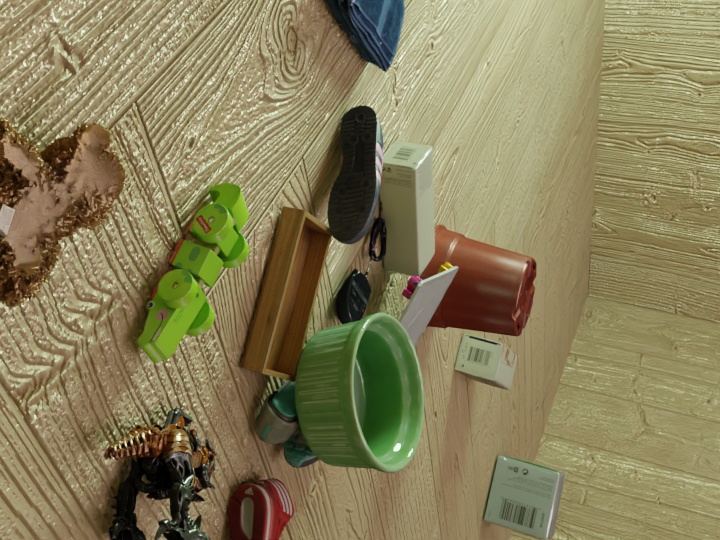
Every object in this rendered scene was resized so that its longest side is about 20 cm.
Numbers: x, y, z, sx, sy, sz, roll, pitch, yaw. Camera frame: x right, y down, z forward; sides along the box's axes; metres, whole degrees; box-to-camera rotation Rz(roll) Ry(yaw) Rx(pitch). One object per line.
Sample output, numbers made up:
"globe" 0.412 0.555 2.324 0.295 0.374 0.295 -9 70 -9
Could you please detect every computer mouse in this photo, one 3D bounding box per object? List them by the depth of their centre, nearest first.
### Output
"computer mouse" 0.000 0.000 1.355 0.059 0.033 0.202 58 40 -38

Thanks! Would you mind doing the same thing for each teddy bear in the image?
"teddy bear" -0.262 -0.038 0.649 0.202 0.066 0.146 -59 142 -28

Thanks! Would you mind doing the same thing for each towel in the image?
"towel" 0.013 -0.355 1.176 0.200 0.048 0.114 34 68 -66

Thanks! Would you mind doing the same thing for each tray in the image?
"tray" -0.091 0.032 1.127 0.098 0.036 0.204 32 70 -67

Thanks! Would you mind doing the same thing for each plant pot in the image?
"plant pot" 0.223 0.031 1.694 0.200 0.192 0.205 12 90 -69

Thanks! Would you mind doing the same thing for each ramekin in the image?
"ramekin" -0.002 0.163 1.174 0.199 0.096 0.204 26 60 -56

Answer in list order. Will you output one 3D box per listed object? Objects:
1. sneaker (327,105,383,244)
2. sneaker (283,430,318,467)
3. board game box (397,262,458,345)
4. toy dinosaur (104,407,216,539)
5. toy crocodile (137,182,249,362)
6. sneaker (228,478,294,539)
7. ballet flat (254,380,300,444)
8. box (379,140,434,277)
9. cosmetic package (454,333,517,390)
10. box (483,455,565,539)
"sneaker" 0.003 -0.117 1.209 0.082 0.069 0.204 59 37 -61
"sneaker" -0.048 0.239 1.290 0.200 0.076 0.093 -37 138 -57
"board game box" 0.080 0.085 1.502 0.202 0.026 0.199 -62 163 18
"toy dinosaur" -0.204 0.202 0.897 0.199 0.101 0.139 29 58 -49
"toy crocodile" -0.167 -0.002 0.902 0.203 0.061 0.068 -65 155 -21
"sneaker" -0.124 0.369 1.158 0.115 0.077 0.204 1 101 -67
"ballet flat" -0.082 0.174 1.207 0.064 0.067 0.199 -57 167 25
"box" 0.075 -0.097 1.434 0.082 0.067 0.203 -51 146 -48
"cosmetic package" 0.297 0.216 2.098 0.200 0.102 0.089 38 67 -68
"box" 0.497 0.681 2.694 0.171 0.195 0.204 35 68 -67
